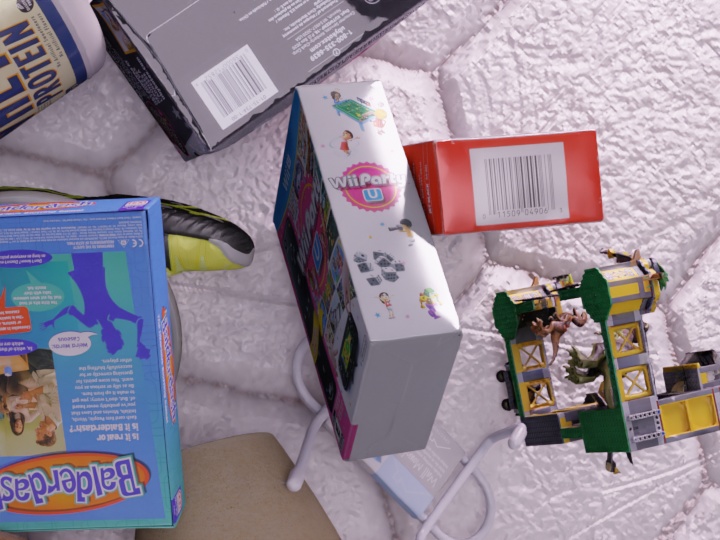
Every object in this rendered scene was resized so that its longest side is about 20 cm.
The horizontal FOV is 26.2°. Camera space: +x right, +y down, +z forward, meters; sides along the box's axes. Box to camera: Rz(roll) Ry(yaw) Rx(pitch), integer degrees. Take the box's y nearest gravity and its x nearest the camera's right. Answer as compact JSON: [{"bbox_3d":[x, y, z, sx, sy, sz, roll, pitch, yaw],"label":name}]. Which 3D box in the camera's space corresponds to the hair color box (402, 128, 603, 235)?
[{"bbox_3d":[0.073,-0.057,1.044,0.110,0.200,0.064,-6,92,-15],"label":"hair color box"}]

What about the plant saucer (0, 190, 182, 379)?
[{"bbox_3d":[-0.217,0.050,1.002,0.199,0.050,0.201,0,109,0],"label":"plant saucer"}]

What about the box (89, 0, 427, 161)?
[{"bbox_3d":[-0.068,-0.182,1.053,0.200,0.115,0.132,-37,100,-12],"label":"box"}]

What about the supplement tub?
[{"bbox_3d":[-0.279,-0.137,0.978,0.200,0.145,0.145,-37,99,-13],"label":"supplement tub"}]

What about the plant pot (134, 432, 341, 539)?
[{"bbox_3d":[-0.078,0.217,1.025,0.187,0.187,0.201,-13,77,-15],"label":"plant pot"}]

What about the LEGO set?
[{"bbox_3d":[0.188,0.059,1.086,0.115,0.200,0.154,-9,78,-23],"label":"LEGO set"}]

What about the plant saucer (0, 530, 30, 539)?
[{"bbox_3d":[-0.249,0.215,0.984,0.199,0.200,0.036,14,46,-15],"label":"plant saucer"}]

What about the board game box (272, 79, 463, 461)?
[{"bbox_3d":[0.000,0.000,1.008,0.064,0.148,0.201,-7,56,-15],"label":"board game box"}]

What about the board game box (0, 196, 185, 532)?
[{"bbox_3d":[-0.191,0.059,0.948,0.151,0.045,0.201,-2,102,3],"label":"board game box"}]

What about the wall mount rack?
[{"bbox_3d":[0.024,0.133,1.077,0.200,0.075,0.174,46,58,-10],"label":"wall mount rack"}]

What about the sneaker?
[{"bbox_3d":[-0.172,-0.013,1.050,0.199,0.075,0.077,5,95,-5],"label":"sneaker"}]
